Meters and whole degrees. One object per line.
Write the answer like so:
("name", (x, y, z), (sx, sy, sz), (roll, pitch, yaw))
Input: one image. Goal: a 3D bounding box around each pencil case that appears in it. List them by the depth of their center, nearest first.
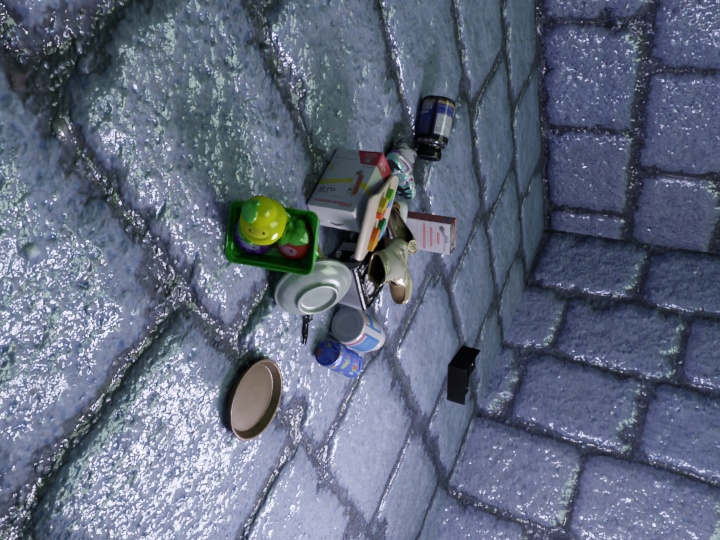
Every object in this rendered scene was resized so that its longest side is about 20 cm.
("pencil case", (-0.056, 0.258, 1.761), (0.087, 0.078, 0.200), (-46, 150, 2))

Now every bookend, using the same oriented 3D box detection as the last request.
("bookend", (0.497, 0.503, 2.897), (0.199, 0.092, 0.201), (-37, 133, -52))

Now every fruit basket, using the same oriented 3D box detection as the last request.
("fruit basket", (-0.189, -0.078, 1.245), (0.215, 0.215, 0.156), (-9, 108, -61))

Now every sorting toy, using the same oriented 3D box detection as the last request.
("sorting toy", (0.049, -0.137, 1.557), (0.200, 0.036, 0.186), (-49, 157, -59))

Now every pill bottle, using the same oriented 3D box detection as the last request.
("pill bottle", (0.001, 0.184, 1.808), (0.200, 0.112, 0.113), (38, 67, -60))
("pill bottle", (0.247, -0.475, 2.020), (0.112, 0.111, 0.201), (9, 93, -63))

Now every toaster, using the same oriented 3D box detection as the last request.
("toaster", (0.000, 0.000, 1.726), (0.181, 0.118, 0.201), (-54, 144, -37))

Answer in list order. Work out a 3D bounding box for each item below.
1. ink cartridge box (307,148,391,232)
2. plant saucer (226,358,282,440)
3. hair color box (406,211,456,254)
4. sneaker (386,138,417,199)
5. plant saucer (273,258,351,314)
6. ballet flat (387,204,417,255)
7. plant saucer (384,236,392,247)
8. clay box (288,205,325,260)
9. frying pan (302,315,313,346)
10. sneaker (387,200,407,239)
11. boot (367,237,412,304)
("ink cartridge box", (-0.028, -0.212, 1.561), (0.201, 0.145, 0.084), (-65, 150, -25))
("plant saucer", (-0.257, 0.309, 1.456), (0.200, 0.029, 0.201), (-34, 130, -53))
("hair color box", (0.214, -0.128, 1.996), (0.064, 0.199, 0.111), (-40, 135, -50))
("sneaker", (0.152, -0.334, 1.931), (0.140, 0.077, 0.200), (-63, 149, -26))
("plant saucer", (-0.110, 0.056, 1.477), (0.050, 0.199, 0.200), (66, 6, 36))
("ballet flat", (0.121, -0.137, 1.876), (0.067, 0.046, 0.201), (-35, 98, -32))
("plant saucer", (0.110, -0.020, 1.886), (0.200, 0.036, 0.201), (161, -90, -88))
("clay box", (-0.136, -0.067, 1.450), (0.047, 0.115, 0.200), (-29, 144, 1))
("frying pan", (-0.143, 0.102, 1.596), (0.115, 0.031, 0.191), (29, 71, -60))
("sneaker", (0.110, -0.124, 1.950), (0.085, 0.073, 0.201), (-12, 100, -57))
("boot", (0.081, 0.022, 1.686), (0.155, 0.072, 0.201), (-34, 125, -54))
